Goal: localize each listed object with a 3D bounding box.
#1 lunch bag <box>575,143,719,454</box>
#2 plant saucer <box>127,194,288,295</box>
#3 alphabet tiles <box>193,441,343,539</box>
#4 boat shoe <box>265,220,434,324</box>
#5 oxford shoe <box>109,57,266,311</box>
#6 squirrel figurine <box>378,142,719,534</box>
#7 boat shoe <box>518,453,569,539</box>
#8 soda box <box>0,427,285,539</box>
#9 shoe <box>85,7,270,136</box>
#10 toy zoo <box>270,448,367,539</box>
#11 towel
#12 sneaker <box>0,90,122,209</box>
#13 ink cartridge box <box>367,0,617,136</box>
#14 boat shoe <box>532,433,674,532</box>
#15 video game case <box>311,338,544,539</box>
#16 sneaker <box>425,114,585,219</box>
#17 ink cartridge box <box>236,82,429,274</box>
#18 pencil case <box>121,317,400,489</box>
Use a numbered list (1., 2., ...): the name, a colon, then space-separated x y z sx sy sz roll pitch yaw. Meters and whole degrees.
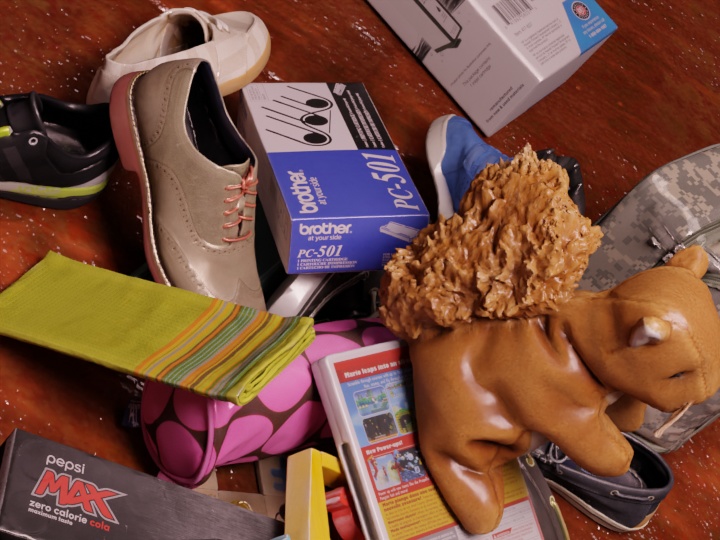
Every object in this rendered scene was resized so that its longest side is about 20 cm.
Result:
1. lunch bag: 0.240 0.026 1.303 0.139 0.200 0.168 -24 74 -46
2. plant saucer: -0.094 -0.004 1.190 0.070 0.019 0.200 44 41 2
3. alphabet tiles: -0.044 0.107 1.160 0.199 0.008 0.168 11 52 -33
4. boat shoe: 0.000 0.000 1.228 0.064 0.071 0.200 46 40 1
5. oxford shoe: -0.096 -0.037 1.117 0.070 0.074 0.201 -31 102 -52
6. squirrel figurine: 0.116 0.031 1.057 0.141 0.186 0.201 -40 101 -46
7. boat shoe: 0.078 0.122 1.192 0.060 0.072 0.202 -19 83 -50
8. soda box: -0.125 0.163 1.011 0.199 0.063 0.071 22 47 -23
9. shoe: -0.122 -0.151 1.236 0.070 0.054 0.200 16 31 22
10. toy zoo: 0.009 0.187 1.066 0.200 0.020 0.132 31 44 -49
11. towel: -0.131 0.032 1.049 0.199 0.018 0.086 14 33 26
12. sneaker: -0.233 -0.091 1.105 0.199 0.083 0.072 1 58 -38
13. ink cartridge box: 0.097 -0.232 1.473 0.200 0.084 0.146 49 43 5
14. boat shoe: 0.139 0.118 1.255 0.199 0.062 0.075 32 46 -13
15. video game case: 0.052 0.140 1.095 0.143 0.017 0.201 -10 79 -46
16. sneaker: 0.111 -0.061 1.305 0.200 0.111 0.077 -90 160 -57
17. ink cartridge box: -0.023 -0.068 1.205 0.093 0.044 0.200 -2 32 -14
18. pencil case: -0.045 0.084 1.111 0.199 0.094 0.091 -7 18 -41
